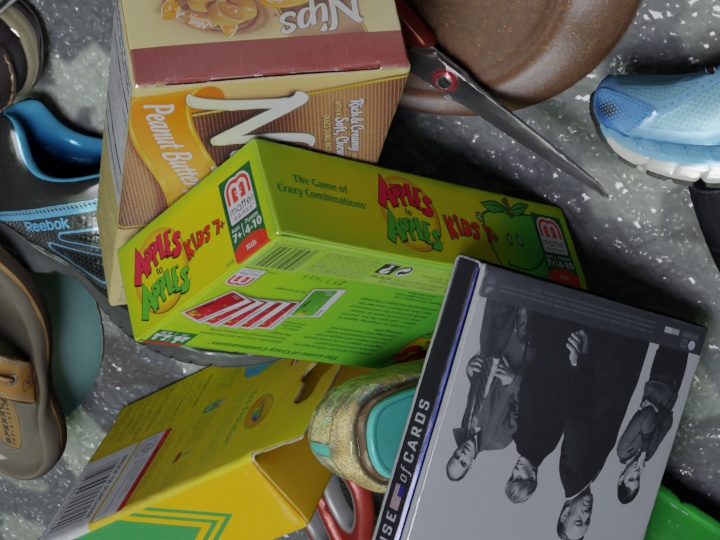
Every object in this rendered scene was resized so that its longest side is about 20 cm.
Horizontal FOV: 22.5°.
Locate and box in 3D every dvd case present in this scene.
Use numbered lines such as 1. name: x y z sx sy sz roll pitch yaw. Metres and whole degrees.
1. dvd case: 0.077 0.106 0.835 0.150 0.201 0.025 15 -177 -37

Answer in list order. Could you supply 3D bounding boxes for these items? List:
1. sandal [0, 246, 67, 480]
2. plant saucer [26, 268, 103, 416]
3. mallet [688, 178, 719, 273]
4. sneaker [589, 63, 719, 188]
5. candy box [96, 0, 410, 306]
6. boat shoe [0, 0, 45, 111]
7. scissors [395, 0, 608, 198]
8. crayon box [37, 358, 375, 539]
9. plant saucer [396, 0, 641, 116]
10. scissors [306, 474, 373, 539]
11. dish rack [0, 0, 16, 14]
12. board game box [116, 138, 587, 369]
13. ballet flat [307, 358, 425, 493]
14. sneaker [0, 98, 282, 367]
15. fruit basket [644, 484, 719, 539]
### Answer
1. sandal: -0.209 0.048 0.972 0.081 0.055 0.201 19 136 21
2. plant saucer: -0.246 0.025 1.040 0.199 0.036 0.201 12 128 15
3. mallet: 0.248 -0.029 0.799 0.199 0.041 0.066 -6 122 21
4. sneaker: 0.193 -0.092 0.763 0.199 0.078 0.090 -8 106 20
5. candy box: -0.055 -0.054 0.813 0.115 0.056 0.200 -6 154 -14
6. boat shoe: -0.258 -0.132 0.906 0.199 0.073 0.075 20 129 8
7. scissors: 0.026 -0.092 0.814 0.073 0.014 0.200 -32 109 36
8. crayon box: -0.070 0.096 0.960 0.199 0.127 0.051 -26 112 35
9. plant saucer: 0.028 -0.148 0.801 0.199 0.037 0.201 12 127 16
10. scissors: 0.008 0.186 1.012 0.073 0.014 0.201 -7 108 54
11. dish rack: -0.169 -0.205 0.817 0.200 0.055 0.153 -35 106 28
12. board game box: 0.000 0.000 0.833 0.199 0.048 0.101 10 146 -43
13. ballet flat: 0.060 0.064 0.875 0.071 0.199 0.071 17 111 51
14. sneaker: -0.111 -0.017 0.929 0.199 0.073 0.082 23 130 5
15. fruit basket: 0.117 0.192 0.976 0.185 0.094 0.200 33 133 -3
